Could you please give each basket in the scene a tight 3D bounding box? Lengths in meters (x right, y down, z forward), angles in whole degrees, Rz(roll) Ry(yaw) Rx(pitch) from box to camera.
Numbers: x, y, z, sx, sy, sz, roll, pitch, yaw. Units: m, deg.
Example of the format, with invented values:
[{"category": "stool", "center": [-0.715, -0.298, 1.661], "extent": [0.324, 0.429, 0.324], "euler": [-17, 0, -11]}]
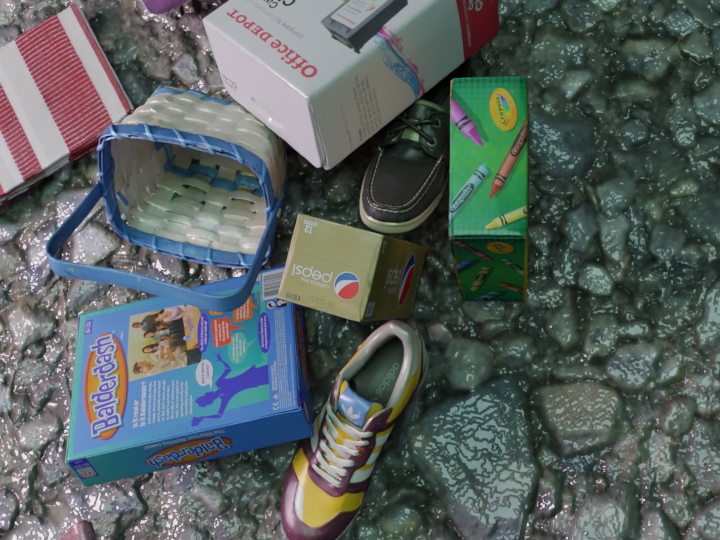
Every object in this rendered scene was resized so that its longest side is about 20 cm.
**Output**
[{"category": "basket", "center": [-0.144, -0.055, 0.909], "extent": [0.173, 0.141, 0.201], "euler": [14, 43, 13]}]

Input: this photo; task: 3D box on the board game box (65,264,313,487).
[{"category": "board game box", "center": [-0.143, 0.085, 0.908], "extent": [0.196, 0.045, 0.154], "euler": [-12, 49, 6]}]

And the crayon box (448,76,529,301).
[{"category": "crayon box", "center": [0.103, -0.056, 0.850], "extent": [0.057, 0.200, 0.121], "euler": [0, 75, 9]}]

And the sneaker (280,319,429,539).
[{"category": "sneaker", "center": [-0.012, 0.131, 0.880], "extent": [0.074, 0.090, 0.202], "euler": [24, 81, 14]}]

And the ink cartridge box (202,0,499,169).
[{"category": "ink cartridge box", "center": [-0.005, -0.199, 0.885], "extent": [0.199, 0.086, 0.147], "euler": [-39, 56, -18]}]

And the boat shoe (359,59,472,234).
[{"category": "boat shoe", "center": [0.048, -0.116, 0.904], "extent": [0.071, 0.067, 0.202], "euler": [14, 48, 16]}]

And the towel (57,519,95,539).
[{"category": "towel", "center": [-0.212, 0.312, 0.854], "extent": [0.022, 0.144, 0.203], "euler": [-8, 69, -36]}]

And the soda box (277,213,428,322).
[{"category": "soda box", "center": [0.000, 0.000, 0.851], "extent": [0.067, 0.200, 0.065], "euler": [15, 91, 13]}]

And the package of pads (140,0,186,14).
[{"category": "package of pads", "center": [-0.134, -0.332, 1.010], "extent": [0.198, 0.076, 0.121], "euler": [-29, 47, 2]}]

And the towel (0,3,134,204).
[{"category": "towel", "center": [-0.325, -0.149, 1.034], "extent": [0.198, 0.023, 0.145], "euler": [-31, 72, -1]}]
